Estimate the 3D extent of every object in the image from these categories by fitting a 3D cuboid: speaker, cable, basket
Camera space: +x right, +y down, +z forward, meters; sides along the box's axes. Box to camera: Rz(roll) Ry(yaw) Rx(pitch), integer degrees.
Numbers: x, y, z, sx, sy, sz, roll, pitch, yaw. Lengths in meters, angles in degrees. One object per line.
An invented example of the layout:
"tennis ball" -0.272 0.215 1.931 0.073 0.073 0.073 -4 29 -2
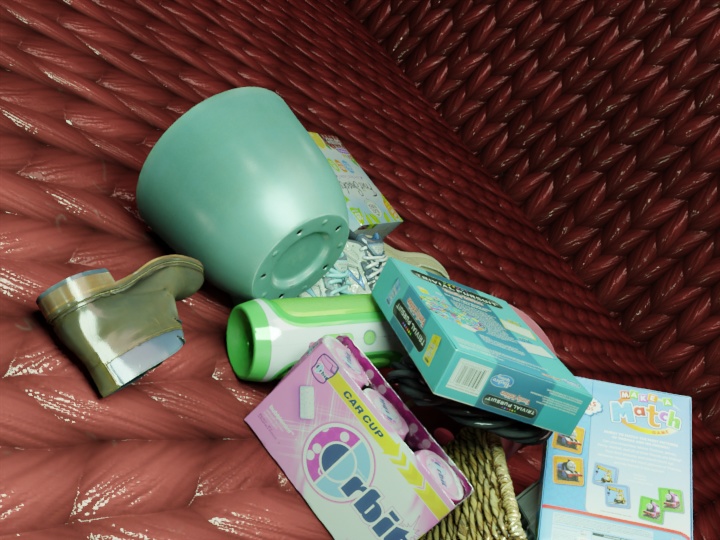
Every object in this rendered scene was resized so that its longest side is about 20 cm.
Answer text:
"speaker" -0.033 0.066 0.958 0.199 0.089 0.089 -3 44 -31
"cable" 0.112 0.122 0.908 0.163 0.051 0.200 34 15 18
"basket" 0.133 0.263 0.912 0.143 0.149 0.200 40 17 -16

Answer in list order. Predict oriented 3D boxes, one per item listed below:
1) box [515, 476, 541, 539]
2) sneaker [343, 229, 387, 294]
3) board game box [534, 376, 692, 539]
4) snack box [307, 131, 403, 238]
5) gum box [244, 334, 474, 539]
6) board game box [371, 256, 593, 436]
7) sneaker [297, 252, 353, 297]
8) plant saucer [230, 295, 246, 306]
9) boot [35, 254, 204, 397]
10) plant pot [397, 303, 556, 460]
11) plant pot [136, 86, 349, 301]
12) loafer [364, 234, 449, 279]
"box" 0.240 0.281 1.034 0.060 0.200 0.117 20 32 -51
"sneaker" 0.000 0.000 1.115 0.200 0.085 0.077 50 20 14
"board game box" 0.262 0.210 0.955 0.150 0.037 0.201 10 54 7
"snack box" -0.038 -0.110 1.288 0.169 0.068 0.200 52 18 9
"gum box" -0.006 0.166 0.865 0.200 0.113 0.066 50 18 13
"board game box" 0.109 0.069 0.887 0.150 0.047 0.200 21 16 -23
"sneaker" -0.044 0.023 1.055 0.200 0.086 0.078 52 18 18
"plant saucer" -0.076 0.051 1.108 0.200 0.027 0.200 40 19 -17
"boot" -0.188 0.047 0.812 0.097 0.075 0.200 60 27 7
"plant pot" 0.123 0.157 1.092 0.200 0.200 0.179 45 33 -2
"plant pot" -0.108 -0.062 0.973 0.161 0.201 0.200 48 17 25
"loafer" 0.053 0.015 1.228 0.199 0.076 0.068 18 33 -44
